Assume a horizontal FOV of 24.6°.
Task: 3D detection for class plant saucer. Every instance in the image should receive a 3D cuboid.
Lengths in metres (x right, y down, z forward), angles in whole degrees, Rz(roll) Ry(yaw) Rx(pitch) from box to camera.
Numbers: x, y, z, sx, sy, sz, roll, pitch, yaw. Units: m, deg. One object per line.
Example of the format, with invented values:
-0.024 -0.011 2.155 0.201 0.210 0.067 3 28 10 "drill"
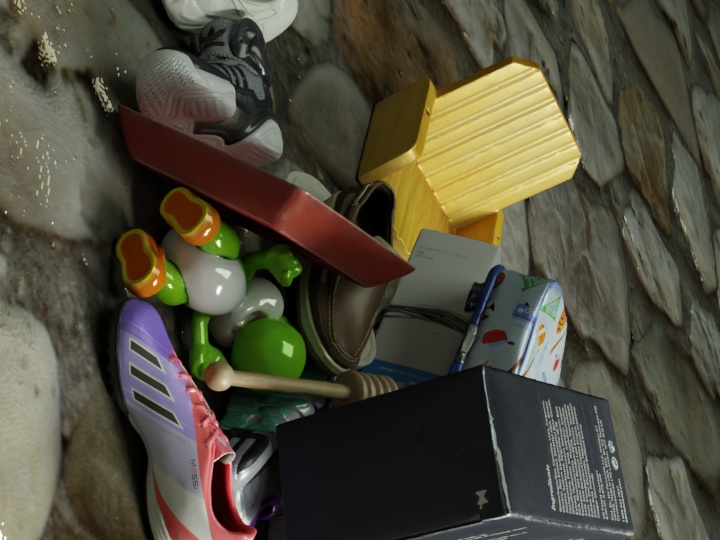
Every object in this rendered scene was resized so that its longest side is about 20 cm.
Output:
-0.079 -0.051 1.312 0.037 0.199 0.200 -62 148 -3 "plant saucer"

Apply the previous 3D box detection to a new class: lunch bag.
0.127 0.097 1.466 0.200 0.075 0.160 70 39 -59 "lunch bag"

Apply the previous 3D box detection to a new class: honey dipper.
-0.046 0.089 1.291 0.200 0.038 0.038 14 63 -48 "honey dipper"

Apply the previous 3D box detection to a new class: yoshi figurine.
-0.099 0.030 1.292 0.200 0.112 0.112 48 46 -49 "yoshi figurine"

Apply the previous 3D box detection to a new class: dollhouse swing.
0.128 -0.098 1.761 0.200 0.176 0.182 59 29 -34 "dollhouse swing"

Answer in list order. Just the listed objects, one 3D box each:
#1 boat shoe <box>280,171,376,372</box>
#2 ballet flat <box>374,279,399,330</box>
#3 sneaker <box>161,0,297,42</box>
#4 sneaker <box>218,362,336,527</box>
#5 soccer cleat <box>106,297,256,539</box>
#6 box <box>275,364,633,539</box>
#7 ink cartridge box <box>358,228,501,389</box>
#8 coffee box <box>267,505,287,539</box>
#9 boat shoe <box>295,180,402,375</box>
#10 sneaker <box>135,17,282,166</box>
-0.041 0.008 1.474 0.074 0.060 0.200 1 61 -42 "boat shoe"
0.010 0.028 1.589 0.200 0.072 0.072 -23 97 -68 "ballet flat"
-0.091 -0.244 1.456 0.200 0.099 0.078 -13 89 -66 "sneaker"
-0.077 0.146 1.334 0.200 0.074 0.088 -42 135 -57 "sneaker"
-0.130 0.113 1.206 0.068 0.073 0.200 -10 86 -65 "soccer cleat"
0.074 0.163 1.278 0.200 0.196 0.118 18 59 -53 "box"
0.066 0.086 1.530 0.147 0.086 0.200 78 31 -52 "ink cartridge box"
-0.015 0.236 1.372 0.114 0.080 0.200 42 40 -45 "coffee box"
-0.004 -0.004 1.399 0.075 0.075 0.203 41 35 -34 "boat shoe"
-0.129 -0.165 1.370 0.200 0.075 0.114 38 42 -62 "sneaker"
